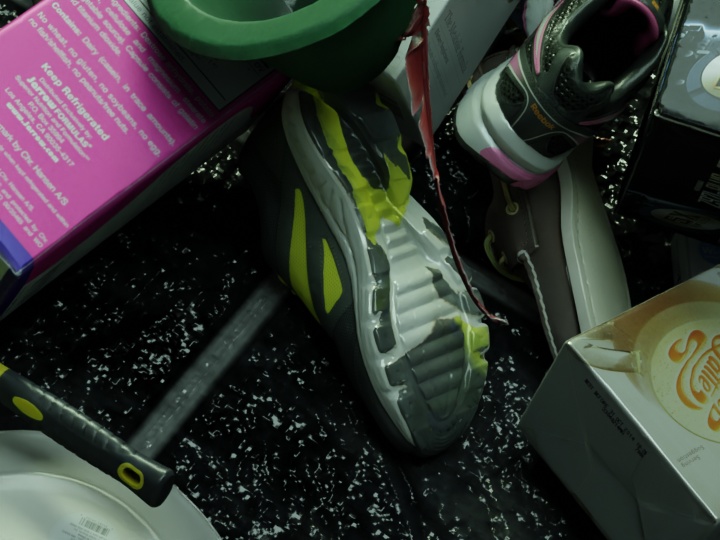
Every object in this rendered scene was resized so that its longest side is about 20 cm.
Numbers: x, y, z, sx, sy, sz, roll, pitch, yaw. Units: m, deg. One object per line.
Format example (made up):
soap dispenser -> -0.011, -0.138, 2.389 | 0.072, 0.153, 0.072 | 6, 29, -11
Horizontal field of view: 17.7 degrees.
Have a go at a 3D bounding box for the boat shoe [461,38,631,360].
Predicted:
boat shoe -> 0.095, -0.029, 1.207 | 0.059, 0.072, 0.200 | -19, 63, 20

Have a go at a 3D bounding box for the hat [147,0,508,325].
hat -> 0.006, -0.114, 1.114 | 0.165, 0.176, 0.200 | 10, 64, 37

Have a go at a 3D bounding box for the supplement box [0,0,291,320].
supplement box -> -0.136, -0.072, 1.116 | 0.200, 0.101, 0.103 | -39, 88, -32

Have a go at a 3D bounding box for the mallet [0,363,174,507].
mallet -> -0.165, 0.039, 1.043 | 0.200, 0.066, 0.041 | 24, 17, 18

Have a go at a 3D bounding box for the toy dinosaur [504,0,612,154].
toy dinosaur -> 0.075, -0.180, 1.333 | 0.105, 0.200, 0.182 | -14, 23, 18

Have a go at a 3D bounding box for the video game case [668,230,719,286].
video game case -> 0.265, 0.061, 1.212 | 0.200, 0.026, 0.181 | 9, 51, -10

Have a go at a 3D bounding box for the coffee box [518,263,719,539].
coffee box -> 0.194, 0.059, 1.121 | 0.200, 0.080, 0.114 | -23, 64, -31

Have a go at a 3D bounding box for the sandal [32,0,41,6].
sandal -> -0.139, -0.150, 1.238 | 0.082, 0.055, 0.200 | -1, 68, -20

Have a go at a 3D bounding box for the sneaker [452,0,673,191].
sneaker -> 0.128, -0.117, 1.173 | 0.080, 0.086, 0.200 | 43, 44, -12

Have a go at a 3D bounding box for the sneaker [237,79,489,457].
sneaker -> 0.000, 0.000, 1.151 | 0.074, 0.085, 0.200 | -10, 77, -38

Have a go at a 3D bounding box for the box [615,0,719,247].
box -> 0.206, -0.129, 1.177 | 0.086, 0.164, 0.200 | 18, 76, 4

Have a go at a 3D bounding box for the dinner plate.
dinner plate -> -0.144, 0.150, 1.016 | 0.200, 0.024, 0.200 | 9, 50, -11

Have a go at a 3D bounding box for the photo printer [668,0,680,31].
photo printer -> 0.289, -0.107, 1.319 | 0.166, 0.070, 0.200 | -29, 66, -38

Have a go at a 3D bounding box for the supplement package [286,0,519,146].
supplement package -> 0.035, -0.187, 1.197 | 0.109, 0.114, 0.200 | 31, 83, 15
